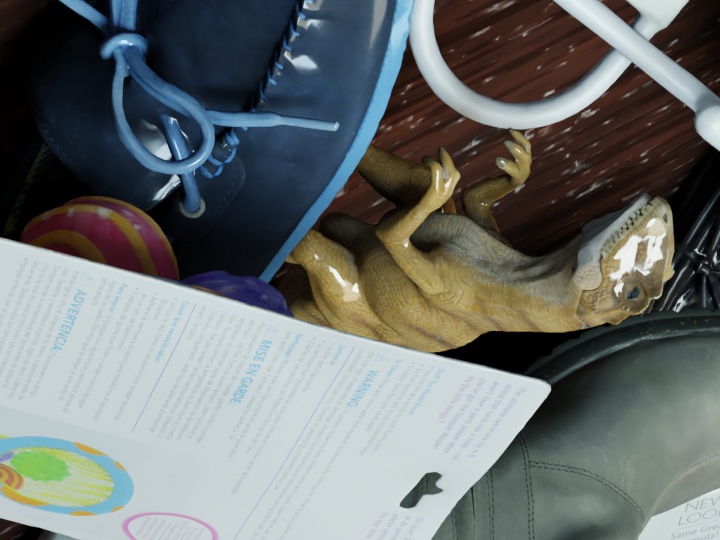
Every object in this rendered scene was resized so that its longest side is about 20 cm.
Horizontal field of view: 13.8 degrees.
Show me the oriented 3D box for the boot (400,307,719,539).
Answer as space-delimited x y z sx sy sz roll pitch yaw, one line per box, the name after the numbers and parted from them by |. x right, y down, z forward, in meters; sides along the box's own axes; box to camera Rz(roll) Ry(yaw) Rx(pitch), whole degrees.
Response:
0.063 0.086 0.825 0.199 0.131 0.068 -13 132 -19 | boot

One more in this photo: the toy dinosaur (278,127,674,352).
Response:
0.000 0.000 0.796 0.060 0.107 0.200 -42 -163 -28 | toy dinosaur

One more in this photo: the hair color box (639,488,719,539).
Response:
0.053 0.118 0.991 0.110 0.064 0.201 -9 139 -12 | hair color box

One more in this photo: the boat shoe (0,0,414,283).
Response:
-0.045 -0.031 0.699 0.068 0.084 0.201 -4 133 -33 | boat shoe

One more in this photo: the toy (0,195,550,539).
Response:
-0.069 0.015 0.674 0.199 0.047 0.115 12 147 -14 | toy

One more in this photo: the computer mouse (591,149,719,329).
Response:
0.155 0.008 1.032 0.200 0.053 0.139 25 106 -47 | computer mouse

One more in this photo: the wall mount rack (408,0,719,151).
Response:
0.069 -0.125 0.742 0.173 0.075 0.200 35 101 -21 | wall mount rack

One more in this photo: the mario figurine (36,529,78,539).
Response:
-0.074 0.149 0.868 0.200 0.106 0.124 -42 148 -2 | mario figurine
